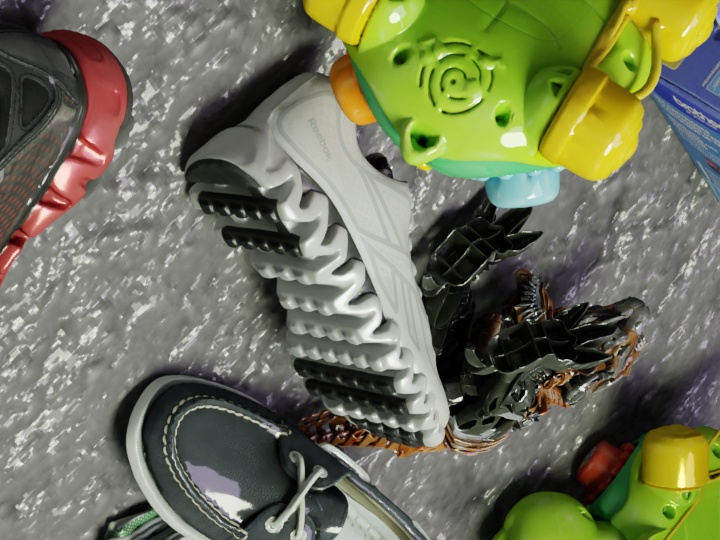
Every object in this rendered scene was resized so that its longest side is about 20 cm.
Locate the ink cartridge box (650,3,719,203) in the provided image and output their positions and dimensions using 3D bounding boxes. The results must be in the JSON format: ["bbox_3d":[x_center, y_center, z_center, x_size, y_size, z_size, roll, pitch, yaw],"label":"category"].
[{"bbox_3d":[0.222,-0.113,1.243,0.136,0.076,0.200,-51,148,-5],"label":"ink cartridge box"}]

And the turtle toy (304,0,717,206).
[{"bbox_3d":[0.066,-0.106,1.004,0.200,0.146,0.101,-53,171,-36],"label":"turtle toy"}]

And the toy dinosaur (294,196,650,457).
[{"bbox_3d":[0.064,0.052,1.193,0.200,0.102,0.136,-41,161,-35],"label":"toy dinosaur"}]

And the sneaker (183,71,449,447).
[{"bbox_3d":[0.000,0.000,1.062,0.081,0.075,0.200,-52,135,-29],"label":"sneaker"}]

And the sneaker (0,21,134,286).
[{"bbox_3d":[-0.166,-0.008,0.875,0.200,0.071,0.098,-59,146,4],"label":"sneaker"}]

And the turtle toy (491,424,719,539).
[{"bbox_3d":[0.162,0.152,1.383,0.200,0.101,0.146,-7,102,-44],"label":"turtle toy"}]

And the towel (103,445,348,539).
[{"bbox_3d":[-0.075,0.186,1.193,0.149,0.031,0.200,-19,133,-39],"label":"towel"}]

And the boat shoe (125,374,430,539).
[{"bbox_3d":[-0.026,0.110,1.115,0.200,0.060,0.076,37,69,-41],"label":"boat shoe"}]
